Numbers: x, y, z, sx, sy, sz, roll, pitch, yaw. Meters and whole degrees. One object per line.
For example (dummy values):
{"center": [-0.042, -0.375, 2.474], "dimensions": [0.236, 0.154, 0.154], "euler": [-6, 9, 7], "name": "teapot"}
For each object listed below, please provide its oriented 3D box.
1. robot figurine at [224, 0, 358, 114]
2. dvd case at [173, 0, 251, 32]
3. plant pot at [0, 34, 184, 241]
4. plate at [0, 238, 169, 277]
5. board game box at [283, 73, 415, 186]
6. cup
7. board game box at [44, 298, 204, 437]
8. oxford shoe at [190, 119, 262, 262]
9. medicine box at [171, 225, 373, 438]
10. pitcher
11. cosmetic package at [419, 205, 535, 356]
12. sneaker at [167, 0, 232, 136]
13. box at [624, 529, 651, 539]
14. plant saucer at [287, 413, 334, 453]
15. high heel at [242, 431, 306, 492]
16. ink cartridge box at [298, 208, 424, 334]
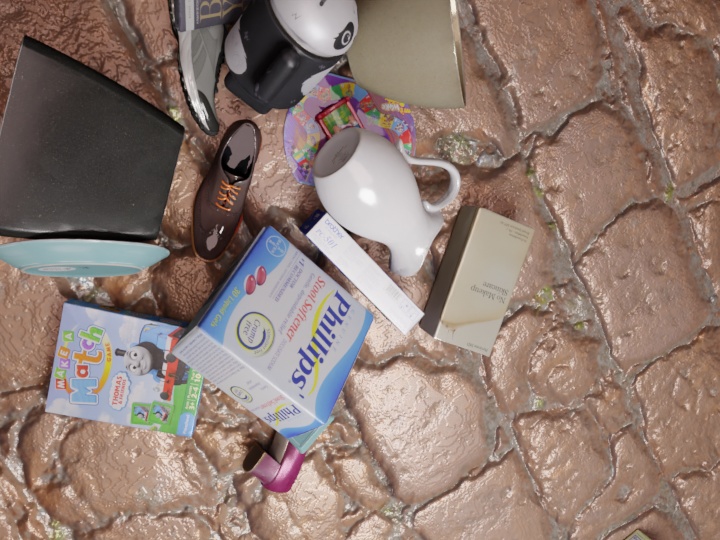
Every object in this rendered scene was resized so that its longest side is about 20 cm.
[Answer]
{"center": [-0.088, -0.282, 0.721], "dimensions": [0.124, 0.199, 0.153], "euler": [-8, 73, -45], "name": "robot figurine"}
{"center": [-0.132, -0.375, 0.698], "dimensions": [0.198, 0.150, 0.016], "euler": [-27, 61, -32], "name": "dvd case"}
{"center": [-0.318, -0.134, 0.698], "dimensions": [0.175, 0.199, 0.204], "euler": [13, 95, -26], "name": "plant pot"}
{"center": [-0.331, -0.011, 0.699], "dimensions": [0.196, 0.200, 0.026], "euler": [-2, 85, -12], "name": "plate"}
{"center": [-0.009, -0.190, 0.828], "dimensions": [0.196, 0.039, 0.161], "euler": [11, 96, -15], "name": "board game box"}
{"center": [0.057, -0.306, 0.765], "dimensions": [0.140, 0.200, 0.204], "euler": [-6, 101, 14], "name": "cup"}
{"center": [-0.314, 0.135, 0.802], "dimensions": [0.196, 0.037, 0.154], "euler": [12, 96, -8], "name": "board game box"}
{"center": [-0.184, -0.107, 0.784], "dimensions": [0.070, 0.072, 0.204], "euler": [15, 95, -15], "name": "oxford shoe"}
{"center": [-0.108, 0.081, 0.769], "dimensions": [0.199, 0.103, 0.184], "euler": [40, 50, -15], "name": "medicine box"}
{"center": [0.043, -0.114, 0.785], "dimensions": [0.200, 0.121, 0.173], "euler": [41, 83, -37], "name": "pitcher"}
{"center": [0.175, 0.014, 0.885], "dimensions": [0.102, 0.073, 0.204], "euler": [17, 93, -15], "name": "cosmetic package"}
{"center": [-0.201, -0.279, 0.757], "dimensions": [0.078, 0.074, 0.204], "euler": [-8, 100, -16], "name": "sneaker"}
{"center": [0.480, 0.605, 1.028], "dimensions": [0.198, 0.097, 0.177], "euler": [-35, 104, -5], "name": "box"}
{"center": [-0.130, 0.164, 0.827], "dimensions": [0.200, 0.019, 0.070], "euler": [44, 88, 6], "name": "plant saucer"}
{"center": [-0.083, 0.239, 0.876], "dimensions": [0.200, 0.067, 0.096], "euler": [-46, 129, -4], "name": "high heel"}
{"center": [0.000, 0.000, 0.831], "dimensions": [0.044, 0.094, 0.200], "euler": [-45, 105, -2], "name": "ink cartridge box"}
